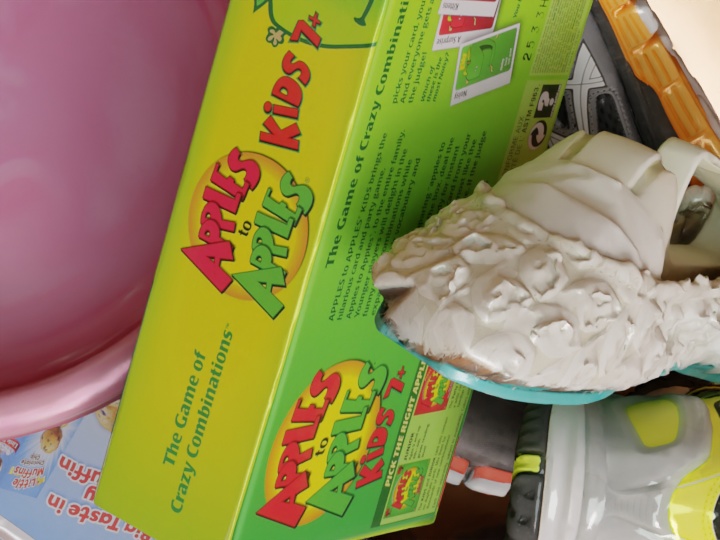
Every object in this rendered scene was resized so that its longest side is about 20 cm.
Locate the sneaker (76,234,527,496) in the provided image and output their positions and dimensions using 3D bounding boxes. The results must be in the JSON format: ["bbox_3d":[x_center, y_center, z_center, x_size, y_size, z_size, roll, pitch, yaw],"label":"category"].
[{"bbox_3d":[0.000,0.000,0.870,0.199,0.077,0.082,28,97,-15],"label":"sneaker"}]

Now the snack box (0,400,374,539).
[{"bbox_3d":[-0.087,0.058,0.885,0.200,0.024,0.072,38,61,-17],"label":"snack box"}]

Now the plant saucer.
[{"bbox_3d":[-0.113,-0.050,0.818,0.200,0.051,0.202,0,83,4],"label":"plant saucer"}]

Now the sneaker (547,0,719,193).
[{"bbox_3d":[0.053,-0.059,0.854,0.077,0.078,0.200,-29,111,9],"label":"sneaker"}]

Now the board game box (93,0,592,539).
[{"bbox_3d":[0.002,-0.026,0.767,0.048,0.101,0.201,26,108,31],"label":"board game box"}]

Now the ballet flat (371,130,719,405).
[{"bbox_3d":[0.065,-0.006,0.766,0.071,0.200,0.072,0,89,26],"label":"ballet flat"}]

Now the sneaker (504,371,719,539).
[{"bbox_3d":[0.105,0.070,0.844,0.076,0.200,0.076,8,94,22],"label":"sneaker"}]
